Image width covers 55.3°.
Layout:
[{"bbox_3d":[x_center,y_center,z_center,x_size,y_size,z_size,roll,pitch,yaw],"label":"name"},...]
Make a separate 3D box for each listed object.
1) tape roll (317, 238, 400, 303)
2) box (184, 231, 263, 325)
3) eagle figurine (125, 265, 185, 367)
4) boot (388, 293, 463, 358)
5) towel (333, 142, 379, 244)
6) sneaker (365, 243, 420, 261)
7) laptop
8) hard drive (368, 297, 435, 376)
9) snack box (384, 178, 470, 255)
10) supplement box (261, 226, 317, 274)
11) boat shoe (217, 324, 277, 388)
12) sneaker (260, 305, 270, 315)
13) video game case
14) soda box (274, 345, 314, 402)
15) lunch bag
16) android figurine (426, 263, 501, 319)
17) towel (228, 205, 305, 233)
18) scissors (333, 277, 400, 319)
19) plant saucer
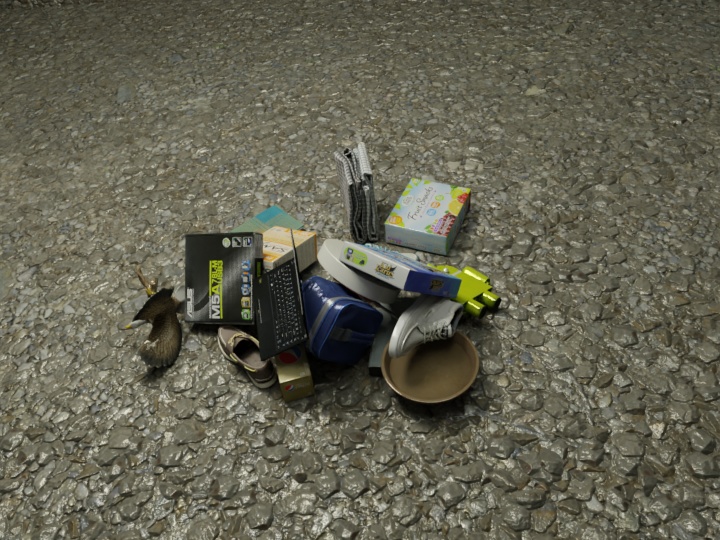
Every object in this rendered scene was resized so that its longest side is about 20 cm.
[{"bbox_3d":[0.000,0.000,1.485,0.200,0.037,0.203,28,16,-9],"label":"tape roll"},{"bbox_3d":[-0.306,0.018,1.536,0.189,0.205,0.047,1,-1,22],"label":"box"},{"bbox_3d":[-0.449,0.102,1.518,0.152,0.151,0.200,-54,31,3],"label":"eagle figurine"},{"bbox_3d":[0.136,0.112,1.369,0.094,0.075,0.200,16,41,24],"label":"boot"},{"bbox_3d":[-0.009,-0.193,1.725,0.084,0.203,0.167,-10,41,-2],"label":"towel"},{"bbox_3d":[0.043,-0.020,1.611,0.195,0.088,0.078,-8,38,-1],"label":"sneaker"},{"bbox_3d":[-0.162,0.052,1.321,0.198,0.103,0.181,-25,61,30],"label":"laptop"},{"bbox_3d":[0.095,0.139,1.473,0.136,0.033,0.202,0,43,9],"label":"hard drive"},{"bbox_3d":[0.172,-0.139,1.739,0.165,0.069,0.201,14,45,21],"label":"snack box"},{"bbox_3d":[-0.202,-0.034,1.627,0.124,0.075,0.200,10,26,23],"label":"supplement box"},{"bbox_3d":[-0.248,0.169,1.469,0.071,0.060,0.199,-32,47,-22],"label":"boat shoe"},{"bbox_3d":[-0.125,0.067,1.471,0.087,0.077,0.198,38,34,29],"label":"sneaker"},{"bbox_3d":[0.084,-0.001,1.413,0.179,0.046,0.198,26,10,38],"label":"video game case"},{"bbox_3d":[-0.149,0.173,1.449,0.066,0.065,0.202,-13,43,-6],"label":"soda box"},{"bbox_3d":[-0.044,0.112,1.410,0.132,0.199,0.138,36,99,32],"label":"lunch bag"},{"bbox_3d":[0.211,0.039,1.534,0.198,0.042,0.180,32,36,34],"label":"android figurine"},{"bbox_3d":[-0.260,-0.092,1.787,0.199,0.022,0.146,-35,48,-24],"label":"towel"},{"bbox_3d":[0.025,0.066,1.432,0.199,0.073,0.014,37,96,24],"label":"scissors"},{"bbox_3d":[0.138,0.188,1.368,0.195,0.030,0.202,-4,42,3],"label":"plant saucer"}]
